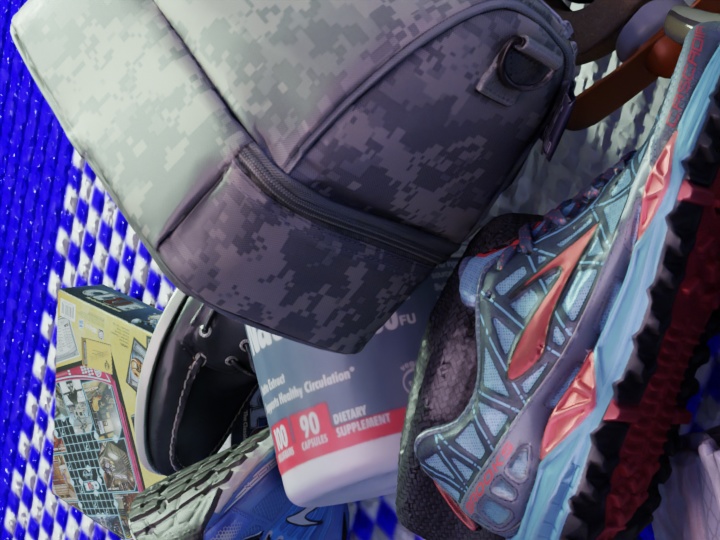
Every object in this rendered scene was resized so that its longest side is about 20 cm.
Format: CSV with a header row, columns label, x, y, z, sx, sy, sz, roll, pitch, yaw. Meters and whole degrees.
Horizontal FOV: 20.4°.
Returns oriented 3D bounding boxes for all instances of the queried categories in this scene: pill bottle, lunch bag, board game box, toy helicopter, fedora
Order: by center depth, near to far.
label,x,y,z,sx,sy,sz,roll,pitch,yaw
toy helicopter,0.124,-0.139,0.793,0.200,0.079,0.133,-26,69,40
fedora,0.068,0.049,0.804,0.201,0.091,0.201,-163,90,-88
lunch bag,-0.021,-0.089,0.805,0.168,0.139,0.200,-50,50,19
pill bottle,0.000,0.000,0.936,0.119,0.119,0.201,-30,71,51
board game box,-0.118,0.097,1.179,0.200,0.034,0.136,21,111,50

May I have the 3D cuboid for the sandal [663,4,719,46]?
label,x,y,z,sx,sy,sz,roll,pitch,yaw
sandal,0.199,-0.094,0.704,0.200,0.080,0.058,-2,77,45

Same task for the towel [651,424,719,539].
label,x,y,z,sx,sy,sz,roll,pitch,yaw
towel,0.148,0.158,0.750,0.191,0.032,0.201,80,177,-82

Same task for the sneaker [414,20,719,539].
label,x,y,z,sx,sy,sz,roll,pitch,yaw
sneaker,0.077,0.000,0.696,0.095,0.079,0.201,23,90,30

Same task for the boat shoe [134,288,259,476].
label,x,y,z,sx,sy,sz,roll,pitch,yaw
boat shoe,-0.052,0.024,1.033,0.066,0.074,0.200,26,91,32

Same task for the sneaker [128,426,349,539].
label,x,y,z,sx,sy,sz,roll,pitch,yaw
sneaker,-0.045,0.126,0.985,0.078,0.200,0.089,-27,85,18
